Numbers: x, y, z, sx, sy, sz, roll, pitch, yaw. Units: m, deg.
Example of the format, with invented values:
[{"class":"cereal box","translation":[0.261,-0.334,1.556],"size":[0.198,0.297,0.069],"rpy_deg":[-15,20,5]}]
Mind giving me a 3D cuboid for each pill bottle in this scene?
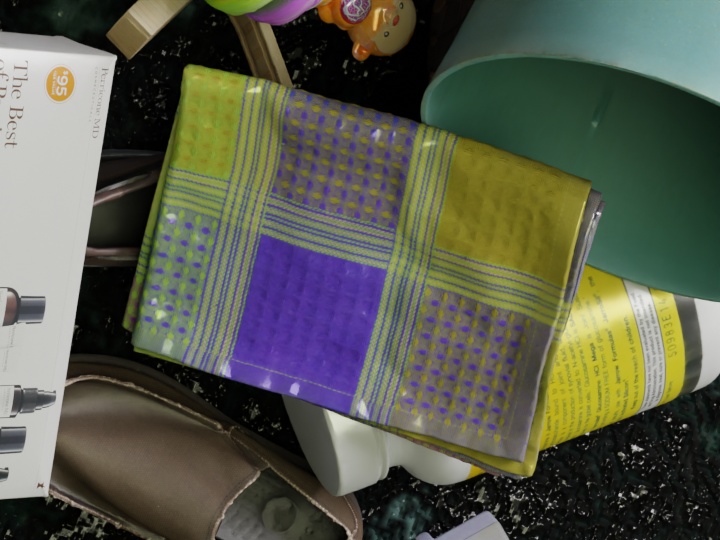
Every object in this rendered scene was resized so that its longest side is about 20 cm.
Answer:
[{"class":"pill bottle","translation":[0.064,0.034,1.215],"size":[0.199,0.112,0.113],"rpy_deg":[-20,107,-14]}]

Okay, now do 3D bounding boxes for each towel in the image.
[{"class":"towel","translation":[0.000,0.000,1.118],"size":[0.199,0.023,0.145],"rpy_deg":[19,111,7]}]

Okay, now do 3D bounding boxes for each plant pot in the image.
[{"class":"plant pot","translation":[0.147,-0.104,1.107],"size":[0.200,0.200,0.162],"rpy_deg":[32,68,-22]}]

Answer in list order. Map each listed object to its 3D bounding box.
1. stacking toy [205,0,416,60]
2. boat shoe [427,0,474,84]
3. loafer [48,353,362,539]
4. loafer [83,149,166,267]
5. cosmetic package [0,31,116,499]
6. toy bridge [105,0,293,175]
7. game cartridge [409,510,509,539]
[{"class":"stacking toy","translation":[-0.046,-0.149,1.118],"size":[0.199,0.109,0.117],"rpy_deg":[33,78,-35]},{"class":"boat shoe","translation":[0.090,-0.156,1.205],"size":[0.071,0.076,0.201],"rpy_deg":[16,98,-23]},{"class":"loafer","translation":[-0.078,0.097,1.203],"size":[0.199,0.071,0.074],"rpy_deg":[21,94,-22]},{"class":"loafer","translation":[-0.054,-0.031,1.187],"size":[0.198,0.063,0.073],"rpy_deg":[-9,104,-17]},{"class":"cosmetic package","translation":[-0.164,-0.002,1.109],"size":[0.082,0.050,0.202],"rpy_deg":[-1,105,-44]},{"class":"toy bridge","translation":[-0.087,-0.123,1.151],"size":[0.200,0.027,0.067],"rpy_deg":[47,53,-5]},{"class":"game cartridge","translation":[-0.012,0.200,1.235],"size":[0.199,0.038,0.130],"rpy_deg":[-28,140,-11]}]
